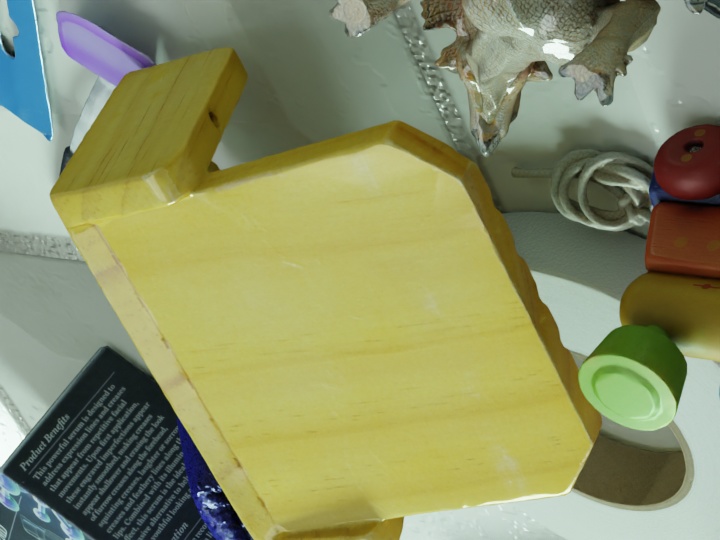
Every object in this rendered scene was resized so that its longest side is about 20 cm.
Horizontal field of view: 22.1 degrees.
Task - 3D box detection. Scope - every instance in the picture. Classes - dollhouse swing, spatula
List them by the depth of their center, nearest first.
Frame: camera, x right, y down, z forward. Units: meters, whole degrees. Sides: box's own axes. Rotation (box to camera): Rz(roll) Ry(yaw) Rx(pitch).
[{"bbox_3d":[0.000,0.000,0.786,0.175,0.182,0.200,-21,114,19],"label":"dollhouse swing"},{"bbox_3d":[-0.136,-0.069,0.922,0.056,0.021,0.200,32,149,1],"label":"spatula"}]

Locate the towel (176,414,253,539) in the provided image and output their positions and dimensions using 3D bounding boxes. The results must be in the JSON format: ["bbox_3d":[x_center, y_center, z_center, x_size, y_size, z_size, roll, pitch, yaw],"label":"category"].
[{"bbox_3d":[-0.051,0.118,0.954,0.148,0.050,0.200,50,-177,-20],"label":"towel"}]

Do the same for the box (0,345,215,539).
[{"bbox_3d":[-0.119,0.168,1.128,0.200,0.107,0.149,36,149,4],"label":"box"}]

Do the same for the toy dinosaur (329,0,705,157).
[{"bbox_3d":[0.073,-0.118,0.594,0.086,0.136,0.200,43,118,-8],"label":"toy dinosaur"}]

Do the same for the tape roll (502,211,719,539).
[{"bbox_3d":[0.109,0.059,0.832,0.202,0.037,0.203,26,146,19],"label":"tape roll"}]

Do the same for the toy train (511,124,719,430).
[{"bbox_3d":[0.115,0.011,0.689,0.200,0.116,0.085,8,137,38],"label":"toy train"}]

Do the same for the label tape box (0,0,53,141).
[{"bbox_3d":[-0.255,-0.135,0.914,0.200,0.066,0.143,28,147,18],"label":"label tape box"}]

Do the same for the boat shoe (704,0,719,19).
[{"bbox_3d":[0.172,-0.090,0.550,0.199,0.066,0.075,7,137,39],"label":"boat shoe"}]
